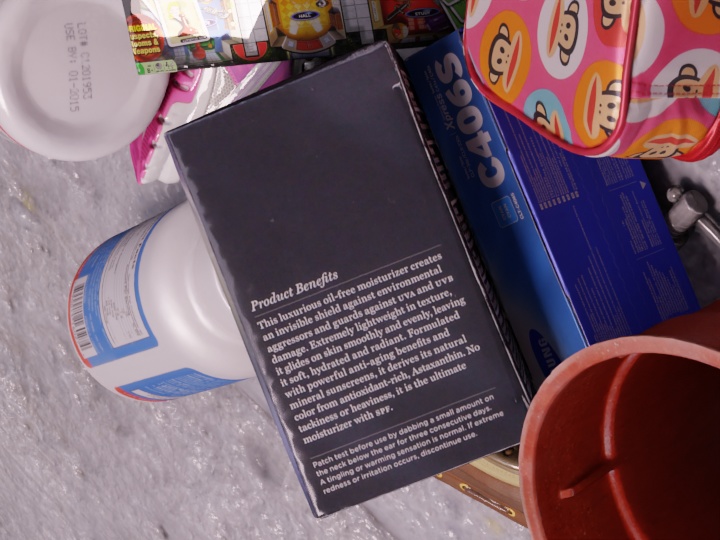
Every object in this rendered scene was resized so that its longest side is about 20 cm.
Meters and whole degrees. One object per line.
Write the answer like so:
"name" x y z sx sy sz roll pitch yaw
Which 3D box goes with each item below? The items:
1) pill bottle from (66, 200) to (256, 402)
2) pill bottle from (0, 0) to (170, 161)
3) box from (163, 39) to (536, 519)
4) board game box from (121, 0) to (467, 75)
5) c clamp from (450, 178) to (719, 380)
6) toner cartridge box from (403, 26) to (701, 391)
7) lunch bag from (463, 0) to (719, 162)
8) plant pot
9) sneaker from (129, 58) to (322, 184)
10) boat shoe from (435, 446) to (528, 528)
"pill bottle" -0.090 0.014 1.275 0.200 0.112 0.112 -18 101 60
"pill bottle" -0.191 -0.129 1.240 0.200 0.109 0.109 23 132 61
"box" 0.000 0.000 1.084 0.200 0.123 0.199 -41 -70 -86
"board game box" -0.030 -0.161 1.115 0.200 0.023 0.105 -5 113 13
"c clamp" 0.112 -0.003 1.141 0.171 0.027 0.200 54 140 5
"toner cartridge box" 0.101 -0.027 1.056 0.043 0.095 0.200 -25 86 46
"lunch bag" 0.108 -0.158 0.951 0.176 0.082 0.200 39 124 54
"plant pot" 0.208 0.079 0.961 0.201 0.195 0.201 25 130 33
"sneaker" -0.059 -0.130 1.207 0.200 0.088 0.081 -63 26 29
"boat shoe" 0.042 0.088 1.238 0.200 0.072 0.068 29 136 34
